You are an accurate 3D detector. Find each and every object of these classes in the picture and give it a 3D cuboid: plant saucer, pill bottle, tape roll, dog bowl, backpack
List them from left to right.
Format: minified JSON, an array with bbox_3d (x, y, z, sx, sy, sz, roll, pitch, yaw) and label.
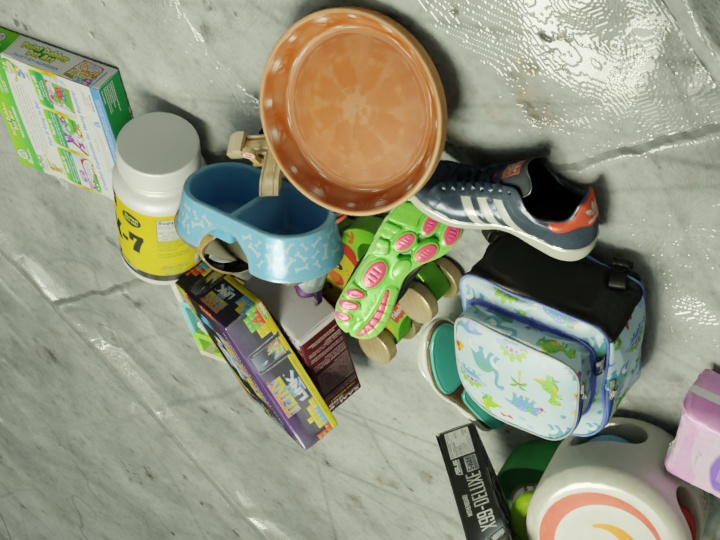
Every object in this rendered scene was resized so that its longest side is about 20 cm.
[{"bbox_3d":[-0.232,-0.084,1.736,0.114,0.115,0.201,28,147,16],"label":"pill bottle"},{"bbox_3d":[-0.107,-0.055,1.545,0.199,0.111,0.050,25,132,32],"label":"dog bowl"},{"bbox_3d":[-0.006,-0.154,1.430,0.199,0.032,0.202,9,111,26],"label":"plant saucer"},{"bbox_3d":[0.185,0.079,1.494,0.182,0.147,0.201,22,148,28],"label":"backpack"},{"bbox_3d":[0.255,0.290,1.783,0.199,0.048,0.201,26,147,19],"label":"tape roll"}]

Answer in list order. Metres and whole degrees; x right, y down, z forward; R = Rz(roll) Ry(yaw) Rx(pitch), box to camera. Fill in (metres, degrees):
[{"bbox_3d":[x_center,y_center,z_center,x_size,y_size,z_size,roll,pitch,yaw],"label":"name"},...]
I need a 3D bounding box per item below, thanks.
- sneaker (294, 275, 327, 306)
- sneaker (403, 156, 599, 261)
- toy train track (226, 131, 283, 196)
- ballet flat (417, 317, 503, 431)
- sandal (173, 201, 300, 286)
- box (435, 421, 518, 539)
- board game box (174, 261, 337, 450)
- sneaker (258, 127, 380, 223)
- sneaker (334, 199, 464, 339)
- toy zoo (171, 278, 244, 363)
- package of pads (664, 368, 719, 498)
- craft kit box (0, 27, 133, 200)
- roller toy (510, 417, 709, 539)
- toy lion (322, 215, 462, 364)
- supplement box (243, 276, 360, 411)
[{"bbox_3d":[-0.110,-0.040,1.660,0.200,0.074,0.088,40,134,32],"label":"sneaker"},{"bbox_3d":[0.135,-0.080,1.414,0.198,0.075,0.085,17,145,14],"label":"sneaker"},{"bbox_3d":[-0.054,-0.137,1.503,0.198,0.116,0.033,-2,157,28],"label":"toy train track"},{"bbox_3d":[0.102,0.117,1.685,0.069,0.070,0.200,8,150,39],"label":"ballet flat"},{"bbox_3d":[-0.141,-0.022,1.616,0.199,0.055,0.082,26,143,36],"label":"sandal"},{"bbox_3d":[0.149,0.297,1.680,0.049,0.201,0.158,-20,133,5],"label":"box"},{"bbox_3d":[-0.124,0.098,1.754,0.165,0.057,0.201,35,159,58],"label":"board game box"},{"bbox_3d":[-0.013,-0.091,1.554,0.200,0.067,0.108,19,145,34],"label":"sneaker"},{"bbox_3d":[0.039,-0.022,1.527,0.077,0.084,0.200,37,110,-11],"label":"sneaker"},{"bbox_3d":[-0.185,0.055,1.953,0.130,0.021,0.201,17,143,30],"label":"toy zoo"},{"bbox_3d":[0.408,0.191,1.477,0.199,0.076,0.121,26,149,19],"label":"package of pads"},{"bbox_3d":[-0.357,-0.184,1.804,0.196,0.049,0.201,19,144,23],"label":"craft kit box"},{"bbox_3d":[0.283,0.261,1.606,0.199,0.140,0.183,36,125,4],"label":"roller toy"},{"bbox_3d":[0.000,0.000,1.669,0.192,0.069,0.200,46,148,3],"label":"toy lion"},{"bbox_3d":[-0.067,0.080,1.767,0.109,0.061,0.200,44,166,28],"label":"supplement box"}]
